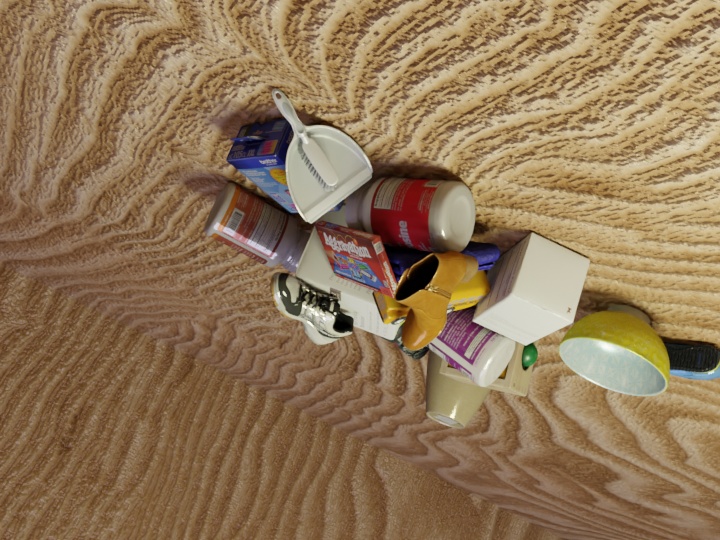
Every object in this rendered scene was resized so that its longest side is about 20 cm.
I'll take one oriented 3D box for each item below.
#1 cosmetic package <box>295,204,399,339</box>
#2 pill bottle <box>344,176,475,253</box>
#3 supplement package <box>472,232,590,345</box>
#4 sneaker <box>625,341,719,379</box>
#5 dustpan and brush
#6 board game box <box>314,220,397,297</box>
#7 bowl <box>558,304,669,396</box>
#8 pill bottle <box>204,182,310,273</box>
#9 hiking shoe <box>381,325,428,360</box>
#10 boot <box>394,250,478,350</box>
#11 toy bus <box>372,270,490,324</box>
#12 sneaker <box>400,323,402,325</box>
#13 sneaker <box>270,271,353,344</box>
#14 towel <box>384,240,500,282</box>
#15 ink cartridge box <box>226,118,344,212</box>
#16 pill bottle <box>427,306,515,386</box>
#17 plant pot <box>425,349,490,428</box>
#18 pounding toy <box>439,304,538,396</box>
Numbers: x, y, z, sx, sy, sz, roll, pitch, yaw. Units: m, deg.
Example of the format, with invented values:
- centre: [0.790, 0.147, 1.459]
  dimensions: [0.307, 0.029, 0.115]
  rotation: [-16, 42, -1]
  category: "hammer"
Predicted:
- centre: [0.000, 0.000, 1.752]
  dimensions: [0.196, 0.168, 0.165]
  rotation: [19, 159, 8]
  category: "cosmetic package"
- centre: [0.076, -0.092, 1.512]
  dimensions: [0.197, 0.114, 0.112]
  rotation: [7, 157, 36]
  category: "pill bottle"
- centre: [0.289, 0.036, 1.612]
  dimensions: [0.115, 0.119, 0.200]
  rotation: [24, 161, -6]
  category: "supplement package"
- centre: [0.573, 0.167, 1.733]
  dimensions: [0.197, 0.067, 0.078]
  rotation: [7, 160, 36]
  category: "sneaker"
- centre: [-0.080, -0.192, 1.455]
  dimensions: [0.202, 0.139, 0.057]
  rotation: [55, 173, -10]
  category: "dustpan and brush"
- centre: [-0.008, -0.022, 1.557]
  dimensions: [0.199, 0.019, 0.105]
  rotation: [19, 134, 59]
  category: "board game box"
- centre: [0.462, 0.127, 1.670]
  dimensions: [0.197, 0.109, 0.201]
  rotation: [23, 158, 10]
  category: "bowl"
- centre: [-0.196, -0.078, 1.842]
  dimensions: [0.198, 0.114, 0.112]
  rotation: [28, 160, -18]
  category: "pill bottle"
- centre: [0.071, 0.125, 2.145]
  dimensions: [0.200, 0.074, 0.087]
  rotation: [47, -179, -22]
  category: "hiking shoe"
- centre: [0.090, 0.047, 1.457]
  dimensions: [0.143, 0.202, 0.071]
  rotation: [-1, -138, -53]
  category: "boot"
- centre: [0.121, 0.037, 1.610]
  dimensions: [0.197, 0.066, 0.078]
  rotation: [-8, 159, -33]
  category: "toy bus"
- centre: [0.039, 0.061, 1.947]
  dimensions: [0.078, 0.091, 0.199]
  rotation: [34, 177, -32]
  category: "sneaker"
- centre: [-0.081, 0.058, 1.667]
  dimensions: [0.086, 0.077, 0.200]
  rotation: [-12, 144, 28]
  category: "sneaker"
- centre: [0.115, -0.019, 1.568]
  dimensions: [0.196, 0.051, 0.147]
  rotation: [-7, -168, -27]
  category: "towel"
- centre: [-0.126, -0.179, 1.559]
  dimensions: [0.135, 0.077, 0.199]
  rotation: [1, 150, 45]
  category: "ink cartridge box"
- centre: [0.183, 0.117, 1.756]
  dimensions: [0.199, 0.113, 0.113]
  rotation: [36, 168, 26]
  category: "pill bottle"
- centre: [0.221, 0.241, 2.100]
  dimensions: [0.184, 0.203, 0.188]
  rotation: [18, 161, 7]
  category: "plant pot"
- centre: [0.270, 0.133, 1.829]
  dimensions: [0.197, 0.188, 0.142]
  rotation: [9, 170, 32]
  category: "pounding toy"
